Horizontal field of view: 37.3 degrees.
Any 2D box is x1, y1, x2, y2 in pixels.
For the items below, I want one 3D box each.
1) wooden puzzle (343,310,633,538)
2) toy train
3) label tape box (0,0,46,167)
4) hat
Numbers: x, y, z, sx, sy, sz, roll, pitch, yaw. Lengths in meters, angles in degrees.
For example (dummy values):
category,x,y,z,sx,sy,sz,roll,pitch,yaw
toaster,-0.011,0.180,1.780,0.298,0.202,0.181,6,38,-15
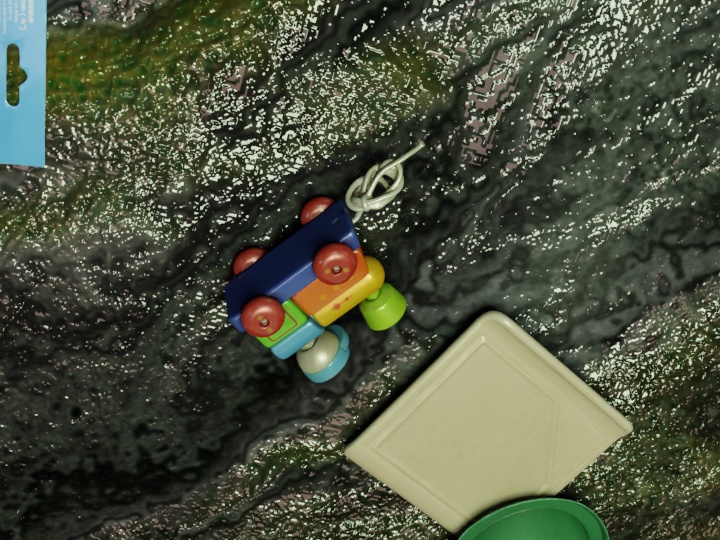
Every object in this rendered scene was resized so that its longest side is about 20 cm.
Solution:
category,x,y,z,sx,sy,sz,roll,pitch,yaw
wooden puzzle,0.112,0.146,0.946,0.184,0.037,0.200,38,111,-21
toy train,0.000,0.000,0.841,0.199,0.085,0.116,-35,124,11
label tape box,-0.327,-0.139,0.748,0.196,0.064,0.146,5,116,-8
hat,0.176,0.332,0.942,0.164,0.177,0.201,-28,128,7
